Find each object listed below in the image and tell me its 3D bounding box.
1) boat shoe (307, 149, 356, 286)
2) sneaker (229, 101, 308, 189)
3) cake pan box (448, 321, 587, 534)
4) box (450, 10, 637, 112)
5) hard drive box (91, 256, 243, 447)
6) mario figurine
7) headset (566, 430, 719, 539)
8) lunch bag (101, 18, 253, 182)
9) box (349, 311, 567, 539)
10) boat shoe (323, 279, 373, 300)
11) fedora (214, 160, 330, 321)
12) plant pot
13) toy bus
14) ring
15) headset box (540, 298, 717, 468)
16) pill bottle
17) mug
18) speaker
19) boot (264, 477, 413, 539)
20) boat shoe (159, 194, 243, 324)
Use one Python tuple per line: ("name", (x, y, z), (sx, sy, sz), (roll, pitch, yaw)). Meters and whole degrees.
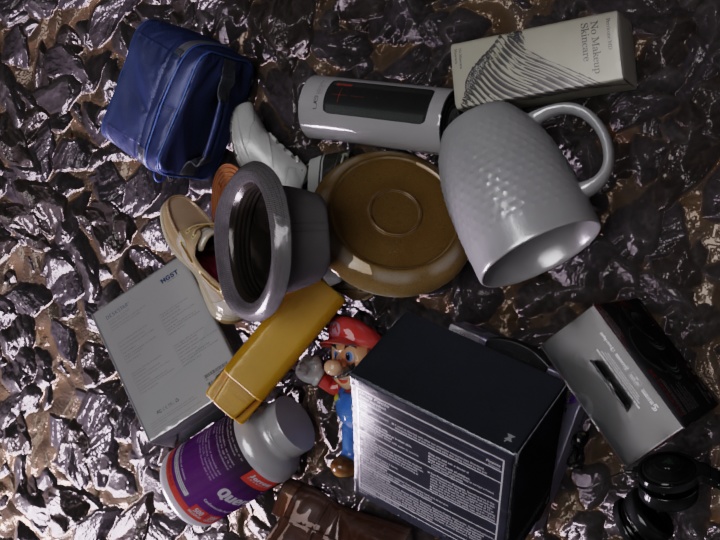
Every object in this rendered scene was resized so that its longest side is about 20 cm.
("boat shoe", (-0.026, -0.072, 1.327), (0.063, 0.071, 0.201), (-17, 50, 15))
("sneaker", (-0.110, -0.131, 1.420), (0.087, 0.075, 0.201), (-23, 81, 6))
("cake pan box", (0.162, 0.178, 1.280), (0.183, 0.052, 0.201), (24, 102, 23))
("box", (0.207, -0.233, 1.242), (0.199, 0.068, 0.083), (-8, 86, 28))
("hard drive box", (-0.241, 0.106, 1.443), (0.155, 0.077, 0.201), (-32, 70, 7))
("mario figurine", (-0.018, 0.156, 1.339), (0.123, 0.106, 0.201), (-7, 93, 1))
("headset", (0.318, 0.240, 1.181), (0.199, 0.094, 0.124), (24, 119, 3))
("lunch bag", (-0.237, -0.212, 1.435), (0.132, 0.136, 0.201), (30, 105, 28))
("box", (0.102, 0.181, 1.169), (0.199, 0.123, 0.199), (24, 138, 25))
("boat shoe", (0.000, 0.000, 1.361), (0.199, 0.071, 0.065), (4, 130, 32))
("fedora", (-0.092, -0.034, 1.236), (0.200, 0.090, 0.178), (-34, 62, 60))
("plant pot", (0.039, -0.063, 1.281), (0.199, 0.028, 0.201), (3, 62, -6))
("toy bus", (-0.104, 0.093, 1.328), (0.065, 0.078, 0.200), (40, 87, -2))
("ring", (-0.146, -0.039, 1.400), (0.200, 0.019, 0.202), (38, 135, 51))
("headset box", (0.280, 0.111, 1.133), (0.077, 0.200, 0.149), (-41, 72, 22))
("pill bottle", (-0.157, 0.243, 1.412), (0.200, 0.112, 0.113), (-34, 75, 24))
("mug", (0.186, -0.105, 1.215), (0.199, 0.147, 0.176), (-30, 70, 18))
("speaker", (0.025, -0.191, 1.333), (0.199, 0.081, 0.082), (12, 96, 28))
("boot", (-0.032, 0.380, 1.381), (0.199, 0.064, 0.188), (20, 101, 21))
("boat shoe", (-0.195, -0.029, 1.411), (0.200, 0.073, 0.069), (55, 145, 21))
